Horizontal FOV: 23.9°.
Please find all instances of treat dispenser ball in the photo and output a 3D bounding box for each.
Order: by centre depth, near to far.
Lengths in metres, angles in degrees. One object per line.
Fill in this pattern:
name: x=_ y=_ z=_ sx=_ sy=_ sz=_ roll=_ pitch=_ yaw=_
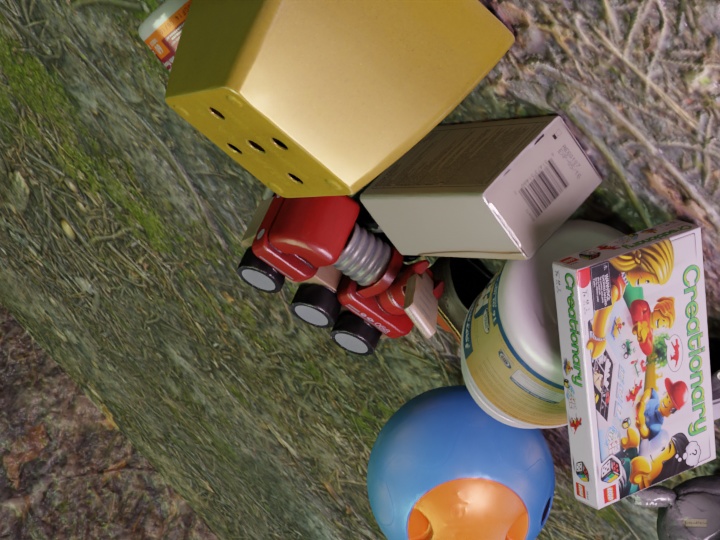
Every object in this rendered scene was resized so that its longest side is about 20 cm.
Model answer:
treat dispenser ball: x=0.107 y=0.223 z=1.815 sx=0.201 sy=0.201 sz=0.201 roll=38 pitch=158 yaw=19

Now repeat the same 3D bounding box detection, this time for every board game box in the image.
board game box: x=0.216 y=0.073 z=1.335 sx=0.035 sy=0.126 sz=0.201 roll=21 pitch=124 yaw=55

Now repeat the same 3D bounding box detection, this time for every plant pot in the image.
plant pot: x=-0.037 y=-0.167 z=1.349 sx=0.200 sy=0.177 sz=0.200 roll=39 pitch=163 yaw=-24

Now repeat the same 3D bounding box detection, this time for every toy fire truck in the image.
toy fire truck: x=0.000 y=0.000 z=1.548 sx=0.176 sy=0.129 sz=0.200 roll=36 pitch=153 yaw=-21

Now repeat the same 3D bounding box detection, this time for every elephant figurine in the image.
elephant figurine: x=0.340 y=0.261 z=1.567 sx=0.200 sy=0.141 sz=0.156 roll=60 pitch=-170 yaw=-71

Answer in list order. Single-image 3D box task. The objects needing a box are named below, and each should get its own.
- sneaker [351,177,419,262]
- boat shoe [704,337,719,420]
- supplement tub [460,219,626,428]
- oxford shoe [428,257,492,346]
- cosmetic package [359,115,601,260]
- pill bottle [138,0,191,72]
sneaker: x=0.042 y=-0.051 z=1.658 sx=0.083 sy=0.072 sz=0.200 roll=25 pitch=165 yaw=-15
boat shoe: x=0.291 y=0.084 z=1.402 sx=0.066 sy=0.070 sz=0.200 roll=56 pitch=158 yaw=-4
supplement tub: x=0.168 y=0.054 z=1.468 sx=0.145 sy=0.145 sz=0.200 roll=44 pitch=159 yaw=6
oxford shoe: x=0.138 y=0.066 z=1.657 sx=0.200 sy=0.071 sz=0.073 roll=45 pitch=154 yaw=3
cosmetic package: x=0.098 y=-0.069 z=1.437 sx=0.073 sy=0.104 sz=0.200 roll=52 pitch=159 yaw=-19
pill bottle: x=-0.106 y=-0.185 z=1.602 sx=0.200 sy=0.110 sz=0.110 roll=50 pitch=159 yaw=-9
